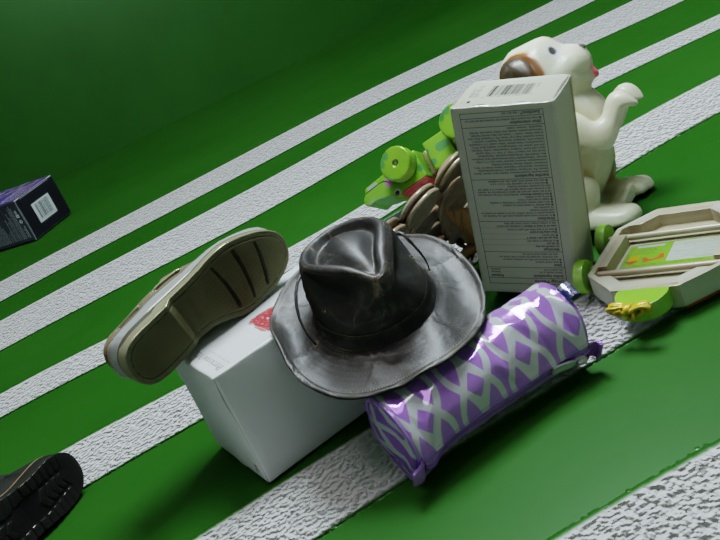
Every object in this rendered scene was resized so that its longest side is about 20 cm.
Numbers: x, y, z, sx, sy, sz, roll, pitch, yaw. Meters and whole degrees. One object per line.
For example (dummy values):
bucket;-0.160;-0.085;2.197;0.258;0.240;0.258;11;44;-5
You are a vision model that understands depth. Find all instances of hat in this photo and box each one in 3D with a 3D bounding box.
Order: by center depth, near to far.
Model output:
hat;0.005;0.007;0.800;0.200;0.081;0.201;-11;38;9

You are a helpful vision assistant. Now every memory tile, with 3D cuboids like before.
memory tile;0.065;-0.043;1.019;0.153;0.017;0.200;-48;-15;-8

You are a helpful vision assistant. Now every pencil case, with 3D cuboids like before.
pencil case;0.100;0.090;0.791;0.200;0.084;0.086;-31;58;-15

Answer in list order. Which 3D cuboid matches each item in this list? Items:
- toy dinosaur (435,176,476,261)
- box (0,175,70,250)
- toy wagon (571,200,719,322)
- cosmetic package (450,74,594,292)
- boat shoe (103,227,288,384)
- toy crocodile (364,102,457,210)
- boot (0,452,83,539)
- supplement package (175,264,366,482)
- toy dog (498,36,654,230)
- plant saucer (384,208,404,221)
toy dinosaur;0.102;-0.044;1.026;0.060;0.106;0.200;30;10;29
box;-0.810;-0.126;2.254;0.199;0.105;0.148;-13;24;26
toy wagon;0.273;-0.004;0.877;0.155;0.040;0.200;-7;28;38
cosmetic package;0.161;-0.081;0.936;0.103;0.201;0.073;2;32;27
boat shoe;-0.155;0.023;0.892;0.200;0.075;0.068;-39;30;-31
toy crocodile;0.087;-0.121;1.027;0.200;0.062;0.067;-34;-23;24
boot;-0.380;0.257;0.937;0.138;0.078;0.200;-17;9;31
supplement package;-0.057;0.081;0.917;0.200;0.120;0.121;-34;24;-23
toy dog;0.218;-0.156;1.054;0.193;0.201;0.139;-6;19;37
plant saucer;0.000;0.000;1.092;0.201;0.039;0.201;-38;-6;-5
